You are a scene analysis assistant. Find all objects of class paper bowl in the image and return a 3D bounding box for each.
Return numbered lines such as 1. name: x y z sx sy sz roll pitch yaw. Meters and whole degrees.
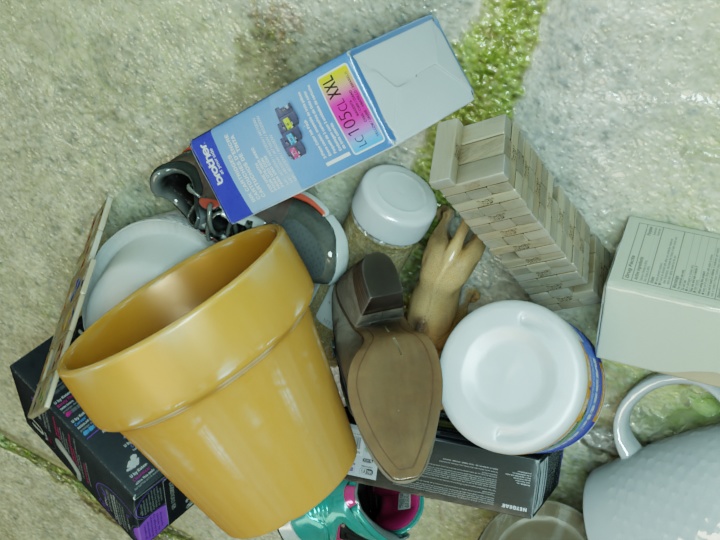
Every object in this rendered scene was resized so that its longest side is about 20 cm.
1. paper bowl: -0.168 0.051 1.049 0.199 0.104 0.203 7 106 25

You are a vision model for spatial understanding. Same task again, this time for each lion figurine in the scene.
1. lion figurine: 0.066 0.020 0.948 0.072 0.123 0.202 13 131 16

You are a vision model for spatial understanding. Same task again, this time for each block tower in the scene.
1. block tower: 0.126 -0.038 0.869 0.057 0.055 0.200 -13 143 33

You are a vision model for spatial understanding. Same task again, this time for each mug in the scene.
1. mug: 0.288 0.180 0.969 0.175 0.147 0.202 -31 79 32

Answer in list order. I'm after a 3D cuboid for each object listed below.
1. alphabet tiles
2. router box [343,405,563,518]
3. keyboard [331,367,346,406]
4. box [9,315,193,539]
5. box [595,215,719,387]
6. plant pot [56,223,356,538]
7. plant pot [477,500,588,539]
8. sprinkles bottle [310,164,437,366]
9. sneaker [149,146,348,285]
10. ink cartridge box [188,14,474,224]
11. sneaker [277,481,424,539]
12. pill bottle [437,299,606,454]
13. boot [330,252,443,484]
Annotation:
1. alphabet tiles: -0.267 0.035 1.068 0.007 0.202 0.167 18 164 -16
2. router box: 0.073 0.163 1.035 0.198 0.157 0.053 9 93 18
3. keyboard: 0.014 0.156 1.163 0.056 0.011 0.201 -14 119 35
4. box: -0.249 0.160 1.179 0.200 0.106 0.123 40 149 21
5. box: 0.285 0.033 0.870 0.198 0.095 0.078 14 132 18
6. plant pot: -0.100 0.095 0.890 0.199 0.200 0.184 -19 108 37
7. plant pot: 0.167 0.300 1.049 0.198 0.201 0.174 12 144 17
8. sprinkles bottle: 0.000 0.000 1.004 0.068 0.068 0.201 29 134 2
9. sneaker: -0.101 -0.038 0.979 0.199 0.082 0.078 30 125 27
10. ink cartridge box: -0.033 -0.108 0.878 0.199 0.136 0.077 -24 97 37
11. sneaker: 0.015 0.235 1.142 0.120 0.085 0.199 -18 160 25
12. pill bottle: 0.136 0.089 0.917 0.111 0.200 0.114 -3 81 18
13. boot: 0.014 0.087 0.900 0.069 0.202 0.147 0 152 -8
